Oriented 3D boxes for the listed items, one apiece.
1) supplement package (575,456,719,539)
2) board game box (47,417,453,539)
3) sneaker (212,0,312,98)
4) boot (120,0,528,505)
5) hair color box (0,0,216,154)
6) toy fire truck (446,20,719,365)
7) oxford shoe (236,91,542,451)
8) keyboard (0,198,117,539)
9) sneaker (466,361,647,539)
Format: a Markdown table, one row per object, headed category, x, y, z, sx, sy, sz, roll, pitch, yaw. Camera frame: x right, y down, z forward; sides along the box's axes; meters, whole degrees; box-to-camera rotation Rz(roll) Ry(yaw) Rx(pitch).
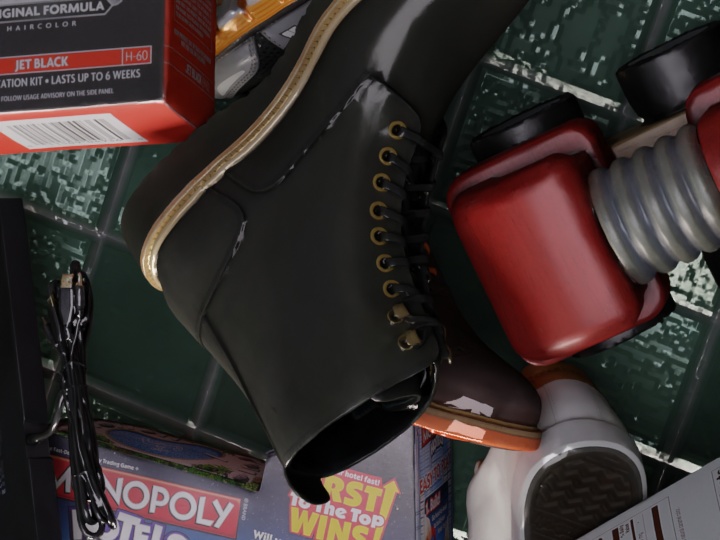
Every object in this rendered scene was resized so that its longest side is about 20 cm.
| category | x | y | z | sx | sy | sz | roll | pitch | yaw |
| --- | --- | --- | --- | --- | --- | --- | --- | --- | --- |
| supplement package | 0.164 | 0.184 | 1.091 | 0.199 | 0.147 | 0.191 | -31 | 122 | 17 |
| board game box | -0.039 | 0.130 | 1.204 | 0.199 | 0.062 | 0.201 | 15 | 101 | 13 |
| sneaker | 0.017 | -0.114 | 1.140 | 0.199 | 0.078 | 0.077 | -30 | 114 | 23 |
| boot | 0.019 | -0.026 | 1.065 | 0.200 | 0.077 | 0.139 | -47 | 55 | 20 |
| hair color box | -0.107 | -0.149 | 1.120 | 0.101 | 0.061 | 0.202 | -4 | 77 | 15 |
| toy fire truck | 0.122 | -0.011 | 1.068 | 0.175 | 0.200 | 0.129 | -25 | 95 | 16 |
| oxford shoe | 0.000 | 0.000 | 1.134 | 0.200 | 0.071 | 0.073 | 36 | 105 | 32 |
| keyboard | -0.131 | 0.069 | 1.177 | 0.127 | 0.020 | 0.202 | -22 | 73 | 54 |
| sneaker | 0.076 | 0.125 | 1.185 | 0.072 | 0.085 | 0.201 | 1 | 123 | -12 |
